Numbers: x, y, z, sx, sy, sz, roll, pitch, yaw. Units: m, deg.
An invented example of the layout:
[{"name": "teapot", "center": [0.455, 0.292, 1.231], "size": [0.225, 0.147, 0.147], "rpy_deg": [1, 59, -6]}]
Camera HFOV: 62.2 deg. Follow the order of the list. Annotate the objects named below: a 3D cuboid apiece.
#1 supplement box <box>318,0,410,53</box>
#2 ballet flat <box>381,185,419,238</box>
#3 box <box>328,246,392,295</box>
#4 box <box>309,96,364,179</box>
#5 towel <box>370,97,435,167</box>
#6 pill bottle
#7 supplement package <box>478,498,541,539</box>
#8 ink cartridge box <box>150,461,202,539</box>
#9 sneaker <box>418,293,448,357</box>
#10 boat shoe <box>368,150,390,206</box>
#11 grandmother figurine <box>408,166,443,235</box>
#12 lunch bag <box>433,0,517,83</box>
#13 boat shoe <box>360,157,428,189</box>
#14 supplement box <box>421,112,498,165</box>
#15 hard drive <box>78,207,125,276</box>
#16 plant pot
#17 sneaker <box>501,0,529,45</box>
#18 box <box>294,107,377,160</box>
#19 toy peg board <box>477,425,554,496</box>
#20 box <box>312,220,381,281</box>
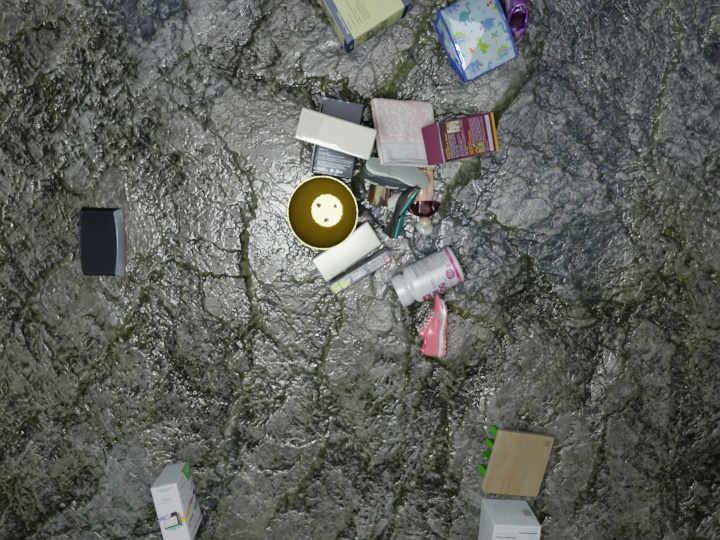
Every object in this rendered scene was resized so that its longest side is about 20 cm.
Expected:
[{"name": "supplement box", "center": [-0.002, -0.747, 1.629], "size": [0.198, 0.134, 0.202], "rpy_deg": [-31, 98, 3]}, {"name": "ballet flat", "center": [0.104, -0.173, 1.713], "size": [0.068, 0.068, 0.201], "rpy_deg": [33, 134, 11]}, {"name": "box", "center": [0.000, 0.000, 1.752], "size": [0.198, 0.110, 0.035], "rpy_deg": [-31, 98, 3]}, {"name": "box", "center": [-0.066, -0.360, 1.652], "size": [0.122, 0.200, 0.200], "rpy_deg": [8, 99, -4]}, {"name": "towel", "center": [0.129, -0.388, 1.678], "size": [0.198, 0.032, 0.194], "rpy_deg": [-4, 83, -29]}, {"name": "pill bottle", "center": [0.196, 0.022, 1.759], "size": [0.198, 0.113, 0.114], "rpy_deg": [-26, 98, 3]}, {"name": "supplement package", "center": [0.459, 0.848, 1.866], "size": [0.148, 0.152, 0.203], "rpy_deg": [4, 98, -3]}, {"name": "ink cartridge box", "center": [-0.559, 0.716, 1.826], "size": [0.083, 0.145, 0.203], "rpy_deg": [-11, 99, 0]}, {"name": "sneaker", "center": [0.218, 0.167, 1.801], "size": [0.085, 0.074, 0.203], "rpy_deg": [0, 99, 0]}, {"name": "boat shoe", "center": [0.076, -0.286, 1.739], "size": [0.071, 0.072, 0.203], "rpy_deg": [8, 96, -20]}, {"name": "grandmother figurine", "center": [0.184, -0.203, 1.754], "size": [0.119, 0.061, 0.203], "rpy_deg": [-4, 96, 8]}, {"name": "lunch bag", "center": [0.321, -0.645, 1.657], "size": [0.168, 0.127, 0.202], "rpy_deg": [-26, 88, 2]}, {"name": "boat shoe", "center": [0.096, -0.265, 1.684], "size": [0.198, 0.060, 0.076], "rpy_deg": [16, 54, -19]}, {"name": "supplement box", "center": [0.281, -0.370, 1.679], "size": [0.198, 0.085, 0.112], "rpy_deg": [-16, 99, -25]}, {"name": "hard drive", "center": [-0.763, -0.082, 1.756], "size": [0.133, 0.042, 0.203], "rpy_deg": [2, 98, -2]}, {"name": "plant pot", "center": [-0.102, -0.169, 1.706], "size": [0.197, 0.142, 0.203], "rpy_deg": [0, 99, 2]}, {"name": "sneaker", "center": [0.436, -0.740, 1.665], "size": [0.079, 0.088, 0.203], "rpy_deg": [0, 97, 0]}, {"name": "box", "center": [-0.062, -0.346, 1.519], "size": [0.197, 0.068, 0.083], "rpy_deg": [17, 98, -5]}, {"name": "toy peg board", "center": [0.474, 0.584, 1.871], "size": [0.197, 0.098, 0.203], "rpy_deg": [11, 99, -19]}, {"name": "box", "center": [-0.041, -0.058, 1.756], "size": [0.199, 0.068, 0.083], "rpy_deg": [-33, 98, 3]}]
